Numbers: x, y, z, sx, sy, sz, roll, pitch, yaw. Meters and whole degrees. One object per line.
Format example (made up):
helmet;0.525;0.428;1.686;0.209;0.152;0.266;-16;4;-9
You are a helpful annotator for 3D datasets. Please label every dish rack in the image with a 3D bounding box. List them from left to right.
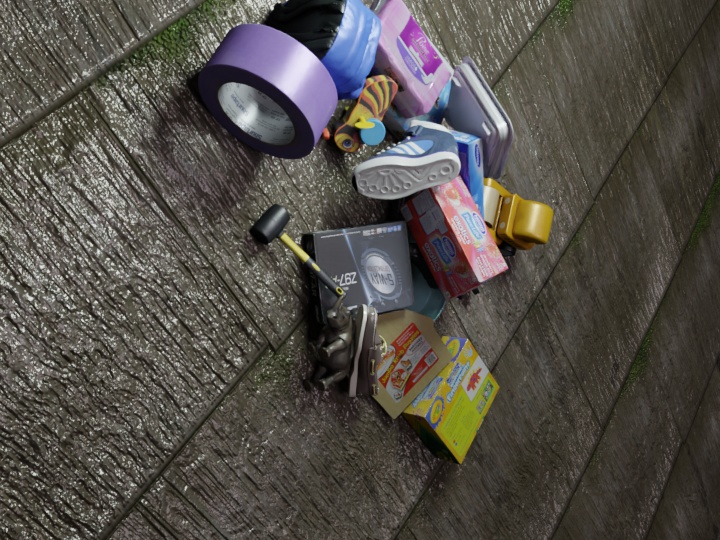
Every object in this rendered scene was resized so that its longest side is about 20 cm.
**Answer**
dish rack;0.217;-0.285;1.336;0.043;0.172;0.202;-20;65;-12

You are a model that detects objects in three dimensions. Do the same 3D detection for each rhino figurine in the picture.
rhino figurine;-0.046;0.122;1.202;0.087;0.059;0.202;-31;141;-43

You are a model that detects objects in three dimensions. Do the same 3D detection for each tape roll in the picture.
tape roll;-0.140;-0.266;1.058;0.200;0.198;0.086;43;63;-35

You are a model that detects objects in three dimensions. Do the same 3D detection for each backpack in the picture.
backpack;-0.055;-0.362;1.137;0.167;0.198;0.165;20;76;-41

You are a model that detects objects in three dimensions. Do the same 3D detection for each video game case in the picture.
video game case;0.105;-0.364;1.394;0.181;0.045;0.202;38;65;-36

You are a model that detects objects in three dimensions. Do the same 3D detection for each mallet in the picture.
mallet;-0.092;-0.031;1.183;0.199;0.041;0.066;39;66;-18

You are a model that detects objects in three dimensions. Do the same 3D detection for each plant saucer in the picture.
plant saucer;0.104;0.017;1.404;0.198;0.036;0.204;0;90;-44

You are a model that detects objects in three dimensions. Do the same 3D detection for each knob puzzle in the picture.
knob puzzle;0.067;0.160;1.359;0.217;0.030;0.223;-6;104;-26

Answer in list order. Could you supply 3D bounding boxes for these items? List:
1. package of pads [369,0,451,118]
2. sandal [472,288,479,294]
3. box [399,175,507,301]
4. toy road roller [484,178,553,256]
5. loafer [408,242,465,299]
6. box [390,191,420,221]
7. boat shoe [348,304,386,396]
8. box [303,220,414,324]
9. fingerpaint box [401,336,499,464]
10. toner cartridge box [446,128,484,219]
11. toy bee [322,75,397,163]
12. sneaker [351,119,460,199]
package of pads;0.074;-0.395;1.287;0.200;0.075;0.121;47;61;-29
sandal;0.216;-0.028;1.482;0.200;0.045;0.076;51;14;-38
box;0.172;-0.060;1.293;0.095;0.099;0.202;-21;81;-40
toy road roller;0.333;-0.116;1.543;0.199;0.145;0.125;26;73;-40
loafer;0.153;0.001;1.378;0.199;0.068;0.071;26;79;-38
box;0.156;-0.175;1.412;0.198;0.051;0.160;-7;114;-44
boat shoe;0.015;0.146;1.246;0.059;0.072;0.202;4;123;-4
box;0.000;0.000;1.272;0.197;0.043;0.163;-9;97;-30
fingerpaint box;0.191;0.269;1.463;0.167;0.073;0.201;53;57;-31
toner cartridge box;0.190;-0.163;1.344;0.043;0.094;0.203;-28;126;-33
toy bee;-0.010;-0.254;1.246;0.107;0.131;0.203;11;94;-18
sneaker;0.077;-0.207;1.255;0.148;0.197;0.081;-97;177;-49
